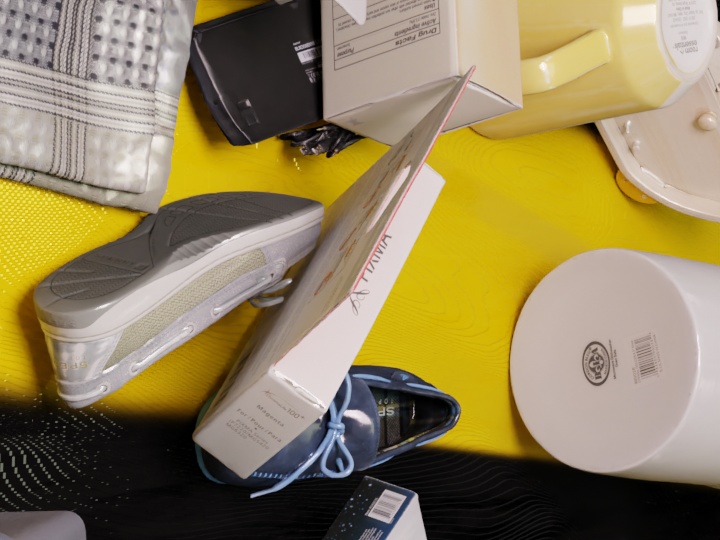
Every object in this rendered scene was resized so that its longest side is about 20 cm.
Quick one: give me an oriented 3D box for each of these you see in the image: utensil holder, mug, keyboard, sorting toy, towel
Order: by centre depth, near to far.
[{"bbox_3d":[-0.156,-0.139,0.985,0.200,0.035,0.193,14,80,-52],"label":"towel"},{"bbox_3d":[-0.033,-0.114,1.151,0.200,0.040,0.104,-25,91,-50],"label":"keyboard"},{"bbox_3d":[0.147,-0.150,1.272,0.149,0.153,0.187,51,53,-40],"label":"mug"},{"bbox_3d":[0.227,0.072,1.372,0.200,0.170,0.170,9,84,-48],"label":"utensil holder"},{"bbox_3d":[0.249,-0.161,1.452,0.200,0.107,0.180,57,42,-35],"label":"sorting toy"}]

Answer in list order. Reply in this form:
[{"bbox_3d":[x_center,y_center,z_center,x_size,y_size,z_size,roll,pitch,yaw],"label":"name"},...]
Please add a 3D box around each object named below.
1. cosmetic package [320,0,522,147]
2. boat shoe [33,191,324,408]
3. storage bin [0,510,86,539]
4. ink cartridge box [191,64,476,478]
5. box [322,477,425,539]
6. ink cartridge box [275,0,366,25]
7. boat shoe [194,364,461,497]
[{"bbox_3d":[0.034,-0.185,1.137,0.071,0.105,0.200,18,66,-48],"label":"cosmetic package"},{"bbox_3d":[-0.095,0.008,1.040,0.202,0.074,0.065,-32,127,-47],"label":"boat shoe"},{"bbox_3d":[-0.191,0.205,0.887,0.134,0.145,0.200,-29,116,-77],"label":"storage bin"},{"bbox_3d":[0.000,0.000,1.044,0.044,0.174,0.200,38,46,-10],"label":"ink cartridge box"},{"bbox_3d":[-0.020,0.242,1.126,0.200,0.038,0.137,-53,146,-36],"label":"box"},{"bbox_3d":[-0.048,-0.233,1.051,0.116,0.068,0.200,38,45,-44],"label":"ink cartridge box"},{"bbox_3d":[-0.014,0.084,1.141,0.200,0.069,0.084,-16,103,-50],"label":"boat shoe"}]
